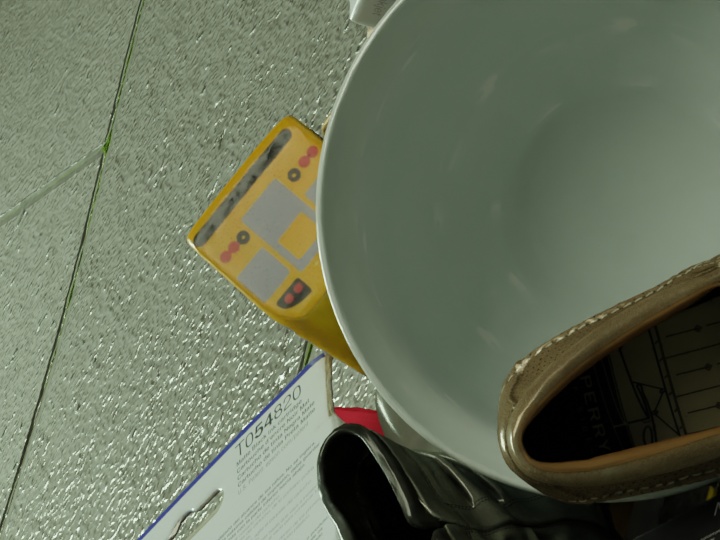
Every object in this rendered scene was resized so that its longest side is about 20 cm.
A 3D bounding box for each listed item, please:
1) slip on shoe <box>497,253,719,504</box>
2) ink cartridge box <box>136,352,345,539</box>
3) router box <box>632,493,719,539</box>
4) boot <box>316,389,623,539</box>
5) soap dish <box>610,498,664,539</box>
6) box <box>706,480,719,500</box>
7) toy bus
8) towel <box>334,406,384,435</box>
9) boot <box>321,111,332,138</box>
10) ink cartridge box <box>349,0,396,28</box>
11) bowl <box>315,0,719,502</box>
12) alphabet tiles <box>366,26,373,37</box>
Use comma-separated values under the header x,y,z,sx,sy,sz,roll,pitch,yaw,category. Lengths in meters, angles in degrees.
x,y,z,sx,sy,sz,roll,pitch,yaw,category
0.135,0.020,0.770,0.199,0.076,0.061,-19,-4,11,slip on shoe
-0.057,0.158,0.957,0.200,0.041,0.200,-46,25,25,ink cartridge box
0.148,0.117,0.709,0.200,0.052,0.158,-36,25,43,router box
0.033,0.075,0.864,0.068,0.130,0.200,-48,44,14,boot
0.035,0.151,0.993,0.157,0.081,0.200,-31,31,49,soap dish
0.173,0.136,0.791,0.200,0.049,0.160,-20,45,58,box
0.000,0.000,0.983,0.078,0.200,0.065,39,91,23,toy bus
-0.032,0.143,1.007,0.200,0.022,0.145,-62,22,-13,towel
0.086,-0.132,1.171,0.200,0.066,0.175,-45,4,-22,boot
0.112,-0.150,0.984,0.145,0.199,0.084,117,163,-47,ink cartridge box
0.090,-0.023,0.856,0.202,0.201,0.090,-59,-9,5,bowl
0.082,-0.144,1.123,0.166,0.006,0.201,-6,66,24,alphabet tiles
